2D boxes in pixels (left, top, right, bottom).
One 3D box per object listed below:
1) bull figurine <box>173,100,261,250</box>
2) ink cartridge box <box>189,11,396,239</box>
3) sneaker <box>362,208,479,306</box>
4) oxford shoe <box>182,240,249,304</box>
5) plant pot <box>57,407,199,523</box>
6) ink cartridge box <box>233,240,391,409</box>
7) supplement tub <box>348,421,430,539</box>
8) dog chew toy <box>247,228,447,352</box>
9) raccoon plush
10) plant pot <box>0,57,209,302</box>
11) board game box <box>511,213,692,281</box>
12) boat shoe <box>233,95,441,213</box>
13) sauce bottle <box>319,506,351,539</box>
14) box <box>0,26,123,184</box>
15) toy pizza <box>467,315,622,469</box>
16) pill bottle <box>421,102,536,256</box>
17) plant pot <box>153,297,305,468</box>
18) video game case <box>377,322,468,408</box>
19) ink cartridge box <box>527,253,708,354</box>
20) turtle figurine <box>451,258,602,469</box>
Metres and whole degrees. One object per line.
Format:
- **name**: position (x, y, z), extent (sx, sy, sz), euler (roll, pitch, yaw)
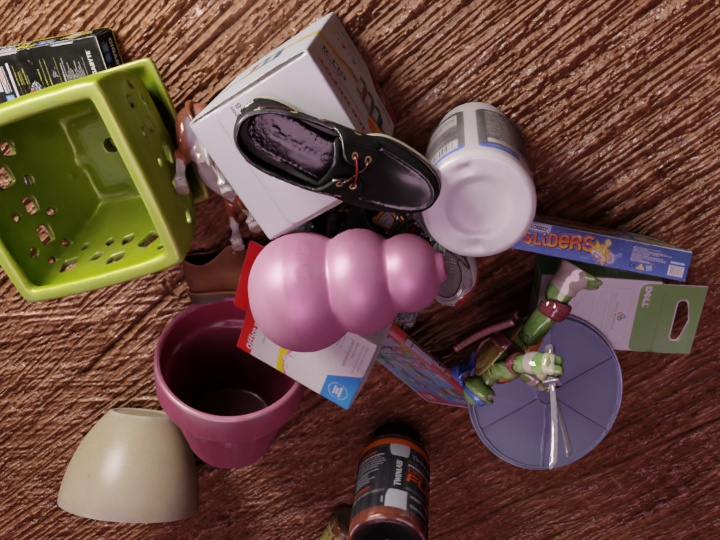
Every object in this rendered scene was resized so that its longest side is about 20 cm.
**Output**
- **bull figurine**: position (-0.145, -0.103, 0.841), extent (0.065, 0.122, 0.200), euler (-20, 145, 18)
- **ink cartridge box**: position (-0.060, -0.159, 0.787), extent (0.144, 0.200, 0.146), euler (-27, 113, 20)
- **sneaker**: position (0.051, -0.040, 0.811), extent (0.078, 0.082, 0.201), euler (-49, 64, 26)
- **oxford shoe**: position (-0.142, -0.007, 0.957), extent (0.198, 0.071, 0.072), euler (-9, 113, 14)
- **plant pot**: position (-0.330, 0.276, 1.085), extent (0.198, 0.200, 0.136), euler (6, 84, 4)
- **ink cartridge box**: position (-0.072, 0.063, 0.884), extent (0.199, 0.067, 0.117), euler (28, 127, 8)
- **supplement tub**: position (0.044, 0.302, 1.026), extent (0.106, 0.201, 0.108), euler (3, 120, 5)
- **dog chew toy**: position (-0.011, 0.013, 0.754), extent (0.198, 0.125, 0.125), euler (-10, 117, 13)
- **raccoon plush**: position (0.000, 0.000, 0.879), extent (0.198, 0.135, 0.097), euler (-4, 145, -17)
- **plant pot**: position (-0.287, -0.110, 0.799), extent (0.197, 0.182, 0.201), euler (-13, 117, 14)
- **board game box**: position (0.256, -0.034, 0.853), extent (0.198, 0.135, 0.035), euler (11, 100, 0)
- **boat shoe**: position (-0.020, -0.096, 0.672), extent (0.200, 0.063, 0.074), euler (21, 114, -8)
- **sauce bottle**: position (-0.051, 0.473, 1.211), extent (0.066, 0.066, 0.201), euler (24, 120, -6)
- **box**: position (-0.349, -0.179, 0.900), extent (0.158, 0.049, 0.202), euler (-6, 118, 13)
- **toy pizza**: position (0.229, 0.150, 0.926), extent (0.198, 0.032, 0.202), euler (-1, 99, -5)
- **pill bottle**: position (0.124, -0.107, 0.793), extent (0.113, 0.200, 0.115), euler (3, 119, 6)
- **plant pot**: position (-0.173, 0.165, 0.996), extent (0.198, 0.201, 0.180), euler (12, 136, 0)
- **video game case**: position (0.055, 0.114, 0.972), extent (0.200, 0.143, 0.018), euler (40, 71, -15)
- **ink cartridge box**: position (0.316, 0.042, 0.930), extent (0.198, 0.059, 0.105), euler (4, 119, 5)
- **turtle figurine**: position (0.219, 0.099, 0.830), extent (0.143, 0.200, 0.195), euler (28, 95, -44)
